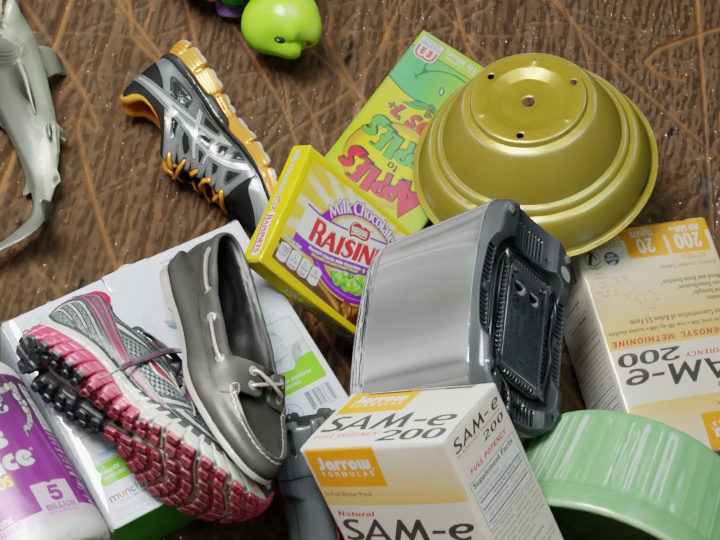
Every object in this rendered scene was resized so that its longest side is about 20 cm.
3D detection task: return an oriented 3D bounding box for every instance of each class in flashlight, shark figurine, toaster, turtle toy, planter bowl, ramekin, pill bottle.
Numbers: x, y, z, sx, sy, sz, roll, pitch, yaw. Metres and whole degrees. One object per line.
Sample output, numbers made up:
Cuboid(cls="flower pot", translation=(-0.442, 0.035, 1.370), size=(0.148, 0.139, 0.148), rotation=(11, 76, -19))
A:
Cuboid(cls="flashlight", translation=(-0.021, 0.198, 1.052), size=(0.068, 0.068, 0.200), rotation=(-9, 92, -14))
Cuboid(cls="shark figurine", translation=(-0.285, -0.112, 1.207), size=(0.089, 0.128, 0.215), rotation=(-12, 83, 8))
Cuboid(cls="toaster", translation=(0.073, 0.052, 1.099), size=(0.114, 0.129, 0.200), rotation=(36, 51, -40))
Cuboid(cls="turtle toy", translation=(-0.106, -0.267, 1.291), size=(0.200, 0.146, 0.101), rotation=(41, 81, 9))
Cuboid(cls="planter bowl", translation=(0.135, -0.111, 1.193), size=(0.200, 0.084, 0.201), rotation=(-5, 56, 8))
Cuboid(cls="ramekin", translation=(0.186, 0.192, 1.080), size=(0.200, 0.200, 0.098), rotation=(28, 53, 2))
Cuboid(cls="pill bottle", translation=(-0.264, 0.132, 1.026), size=(0.112, 0.112, 0.200), rotation=(-26, 66, -24))

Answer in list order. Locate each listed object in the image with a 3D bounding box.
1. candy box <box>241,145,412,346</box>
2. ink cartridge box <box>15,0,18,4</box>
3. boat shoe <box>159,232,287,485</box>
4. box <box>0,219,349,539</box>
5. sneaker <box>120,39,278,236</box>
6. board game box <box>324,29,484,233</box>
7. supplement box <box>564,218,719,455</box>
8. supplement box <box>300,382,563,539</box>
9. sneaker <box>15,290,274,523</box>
Cuboid(cls="candy box", translation=(0.000, 0.000, 1.156), size=(0.200, 0.026, 0.102), rotation=(38, 62, -37))
Cuboid(cls="ink cartridge box", translation=(-0.415, -0.284, 1.271), size=(0.199, 0.041, 0.200), rotation=(-17, 68, -21))
Cuboid(cls="boat shoe", translation=(-0.085, 0.052, 1.017), size=(0.057, 0.067, 0.200), rotation=(-39, 49, 15))
Cuboid(cls="box", translation=(-0.139, 0.086, 1.111), size=(0.200, 0.097, 0.177), rotation=(-26, 71, -24))
Cuboid(cls="sneaker", translation=(-0.123, -0.092, 1.228), size=(0.077, 0.078, 0.200), rotation=(-30, 69, -11))
Cuboid(cls="board game box", translation=(0.042, -0.103, 1.281), size=(0.102, 0.048, 0.200), rotation=(33, 60, 5))
Cuboid(cls="supplement box", translation=(0.242, 0.065, 1.216), size=(0.126, 0.074, 0.200), rotation=(-8, 65, -16))
Cuboid(cls="supplement box", translation=(0.061, 0.180, 1.009), size=(0.074, 0.126, 0.200), rotation=(-43, 115, -44))
Cuboid(cls="sneaker", translation=(-0.135, 0.090, 1.013), size=(0.200, 0.081, 0.075), rotation=(41, 51, 4))
